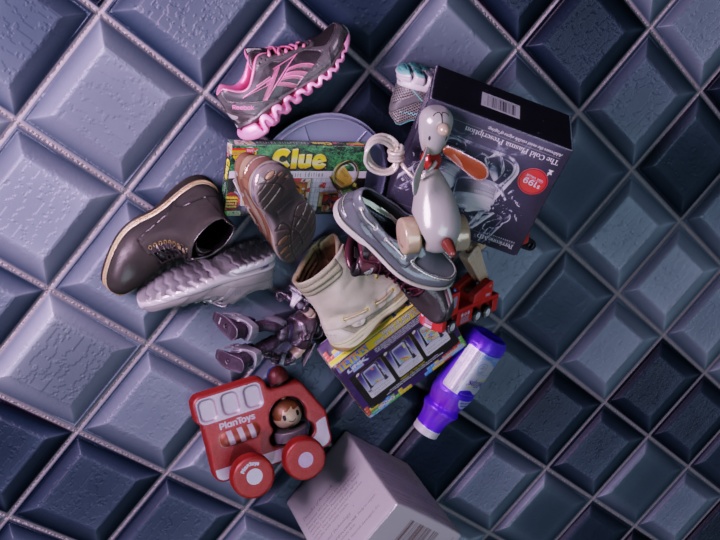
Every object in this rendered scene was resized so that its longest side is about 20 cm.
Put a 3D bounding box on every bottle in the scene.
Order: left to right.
[{"bbox_3d":[0.160,0.187,1.631,0.200,0.065,0.084,-57,150,10],"label":"bottle"}]

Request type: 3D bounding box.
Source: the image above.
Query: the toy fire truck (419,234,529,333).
[{"bbox_3d":[0.171,0.005,1.482,0.200,0.049,0.141,-17,122,-45],"label":"toy fire truck"}]

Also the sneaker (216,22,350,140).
[{"bbox_3d":[-0.102,-0.262,1.274,0.200,0.079,0.095,-42,114,-2],"label":"sneaker"}]

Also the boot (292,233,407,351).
[{"bbox_3d":[0.000,0.000,1.434,0.200,0.072,0.155,-46,127,-20],"label":"boot"}]

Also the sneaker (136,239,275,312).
[{"bbox_3d":[-0.208,0.027,1.368,0.200,0.075,0.082,-16,129,-13],"label":"sneaker"}]

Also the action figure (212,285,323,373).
[{"bbox_3d":[-0.121,0.088,1.432,0.200,0.069,0.130,-8,112,-49],"label":"action figure"}]

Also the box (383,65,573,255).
[{"bbox_3d":[0.158,-0.146,1.332,0.200,0.104,0.182,19,127,-4],"label":"box"}]

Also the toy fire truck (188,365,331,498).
[{"bbox_3d":[-0.147,0.238,1.500,0.200,0.112,0.168,-16,103,-18],"label":"toy fire truck"}]

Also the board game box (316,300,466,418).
[{"bbox_3d":[0.051,0.118,1.537,0.200,0.057,0.165,-36,136,-5],"label":"board game box"}]

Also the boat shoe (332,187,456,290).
[{"bbox_3d":[0.057,-0.042,1.320,0.200,0.073,0.062,35,141,-15],"label":"boat shoe"}]

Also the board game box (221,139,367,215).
[{"bbox_3d":[-0.087,-0.126,1.338,0.200,0.023,0.105,-3,118,-24],"label":"board game box"}]

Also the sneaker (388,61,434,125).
[{"bbox_3d":[0.126,-0.228,1.402,0.200,0.078,0.091,14,115,-22],"label":"sneaker"}]

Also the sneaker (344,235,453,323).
[{"bbox_3d":[0.040,0.005,1.371,0.115,0.076,0.200,-32,87,-43],"label":"sneaker"}]

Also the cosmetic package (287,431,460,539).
[{"bbox_3d":[0.019,0.404,1.601,0.167,0.200,0.166,34,98,-35],"label":"cosmetic package"}]

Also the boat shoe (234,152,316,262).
[{"bbox_3d":[-0.113,-0.086,1.294,0.076,0.072,0.200,-41,148,-18],"label":"boat shoe"}]

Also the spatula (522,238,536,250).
[{"bbox_3d":[0.203,-0.067,1.549,0.200,0.021,0.057,18,101,-33],"label":"spatula"}]

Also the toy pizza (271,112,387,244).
[{"bbox_3d":[-0.057,-0.129,1.383,0.200,0.032,0.200,-12,123,-19],"label":"toy pizza"}]

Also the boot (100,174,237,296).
[{"bbox_3d":[-0.252,-0.026,1.279,0.200,0.138,0.077,-49,126,6],"label":"boot"}]

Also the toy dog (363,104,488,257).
[{"bbox_3d":[0.098,-0.095,1.236,0.132,0.096,0.200,-27,119,-8],"label":"toy dog"}]
